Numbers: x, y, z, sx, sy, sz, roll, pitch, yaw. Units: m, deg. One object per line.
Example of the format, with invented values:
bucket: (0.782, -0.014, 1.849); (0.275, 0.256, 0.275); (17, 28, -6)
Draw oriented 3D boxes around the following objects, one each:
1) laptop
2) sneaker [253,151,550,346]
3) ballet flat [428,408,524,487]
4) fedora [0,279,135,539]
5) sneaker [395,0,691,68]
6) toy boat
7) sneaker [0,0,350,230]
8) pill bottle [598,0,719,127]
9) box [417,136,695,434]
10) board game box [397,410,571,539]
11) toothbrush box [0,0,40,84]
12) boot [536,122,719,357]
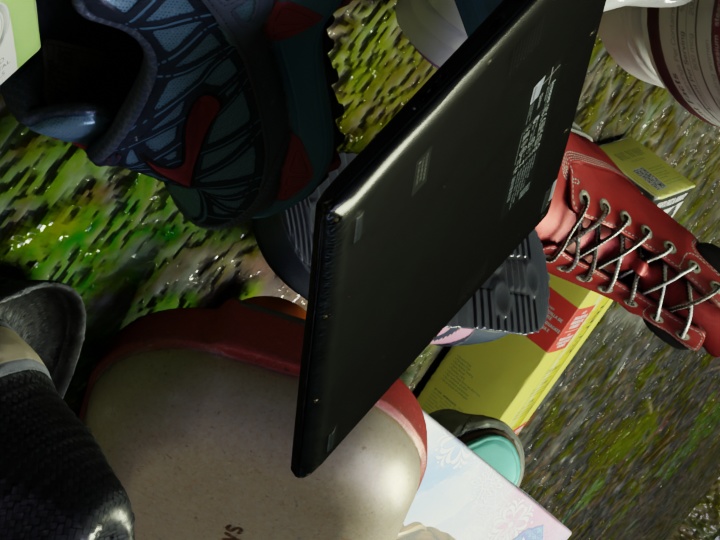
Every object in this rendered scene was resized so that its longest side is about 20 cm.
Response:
laptop: (0.007, -0.073, 0.785); (0.200, 0.116, 0.187); (-47, 165, -22)
sneaker: (0.000, 0.000, 1.067); (0.200, 0.082, 0.070); (20, 66, -56)
ballet flat: (-0.006, 0.131, 1.355); (0.200, 0.064, 0.067); (-25, 110, -24)
fedora: (-0.131, 0.102, 0.858); (0.201, 0.092, 0.201); (-47, 165, -16)
sneaker: (0.099, -0.141, 0.989); (0.200, 0.075, 0.100); (-38, 162, -41)
toy boat: (-0.045, 0.067, 1.034); (0.200, 0.130, 0.131); (112, -6, -49)
sneaker: (-0.060, -0.067, 0.745); (0.095, 0.079, 0.200); (-23, 158, -14)
pill bottle: (0.189, -0.105, 1.081); (0.114, 0.200, 0.114); (-9, 109, -28)
box: (0.101, 0.021, 1.442); (0.200, 0.050, 0.075); (-55, 165, 19)
board game box: (-0.014, 0.159, 1.286); (0.200, 0.041, 0.199); (-51, 137, 0)
toothbrush box: (-0.139, -0.067, 0.442); (0.146, 0.086, 0.200); (-45, 165, -20)
boot: (0.111, -0.014, 1.205); (0.072, 0.144, 0.200); (-52, 164, 14)
